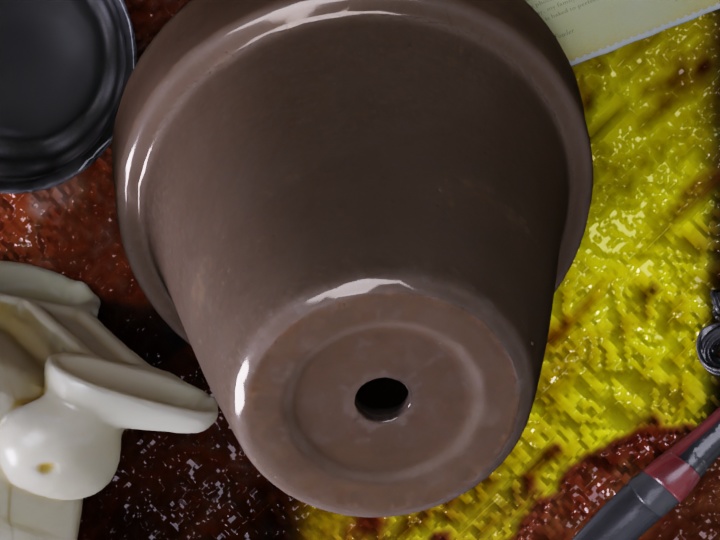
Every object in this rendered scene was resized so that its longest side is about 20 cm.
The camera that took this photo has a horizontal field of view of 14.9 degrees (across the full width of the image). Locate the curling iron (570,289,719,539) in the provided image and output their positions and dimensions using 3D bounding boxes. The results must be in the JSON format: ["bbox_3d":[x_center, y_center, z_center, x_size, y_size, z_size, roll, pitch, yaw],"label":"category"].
[{"bbox_3d":[0.125,0.083,1.186,0.050,0.026,0.200,43,106,19],"label":"curling iron"}]

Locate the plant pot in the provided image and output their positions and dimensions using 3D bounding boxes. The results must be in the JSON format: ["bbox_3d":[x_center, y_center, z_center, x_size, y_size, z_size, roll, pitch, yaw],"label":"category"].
[{"bbox_3d":[0.000,0.000,1.072,0.199,0.175,0.201,-2,126,-3],"label":"plant pot"}]

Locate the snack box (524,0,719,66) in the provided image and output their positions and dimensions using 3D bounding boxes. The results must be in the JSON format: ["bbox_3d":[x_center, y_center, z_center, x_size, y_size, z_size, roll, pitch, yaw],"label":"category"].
[{"bbox_3d":[0.065,-0.134,1.120,0.199,0.037,0.117,-21,130,8],"label":"snack box"}]

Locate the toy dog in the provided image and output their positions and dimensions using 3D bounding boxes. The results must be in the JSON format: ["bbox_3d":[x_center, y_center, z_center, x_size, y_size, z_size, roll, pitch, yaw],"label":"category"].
[{"bbox_3d":[-0.174,0.112,1.132,0.139,0.193,0.201,32,107,36],"label":"toy dog"}]

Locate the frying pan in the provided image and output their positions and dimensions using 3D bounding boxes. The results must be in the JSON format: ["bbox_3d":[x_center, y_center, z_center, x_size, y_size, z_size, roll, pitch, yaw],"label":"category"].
[{"bbox_3d":[-0.182,-0.079,1.173,0.189,0.031,0.116,-20,96,16],"label":"frying pan"}]
